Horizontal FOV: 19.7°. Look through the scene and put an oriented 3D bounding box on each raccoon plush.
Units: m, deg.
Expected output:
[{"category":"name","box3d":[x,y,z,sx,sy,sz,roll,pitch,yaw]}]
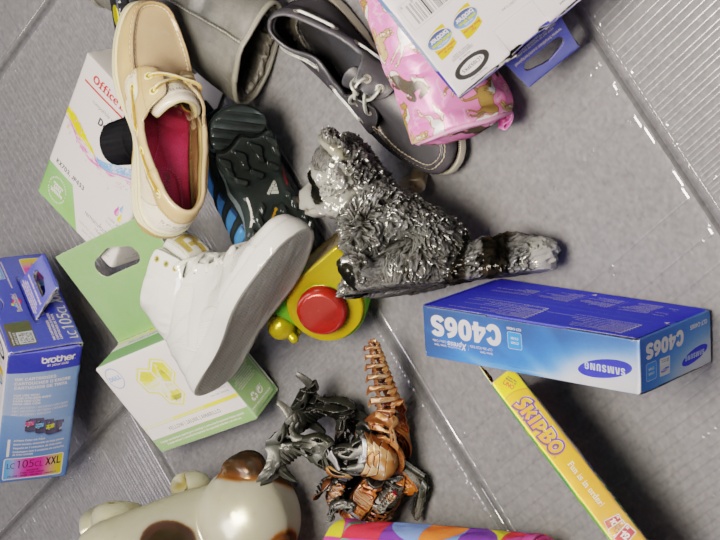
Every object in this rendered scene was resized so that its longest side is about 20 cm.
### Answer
[{"category":"raccoon plush","box3d":[0.049,-0.053,1.610,0.097,0.198,0.135,95,169,-83]}]

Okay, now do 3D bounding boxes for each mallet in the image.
[{"category":"mallet","box3d":[-0.190,-0.189,1.743,0.066,0.041,0.202,4,100,37]}]

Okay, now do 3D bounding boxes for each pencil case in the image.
[{"category":"pencil case","box3d":[0.063,0.246,1.664,0.199,0.088,0.089,0,102,30]},{"category":"pencil case","box3d":[0.051,-0.193,1.571,0.086,0.083,0.201,-18,90,31]}]

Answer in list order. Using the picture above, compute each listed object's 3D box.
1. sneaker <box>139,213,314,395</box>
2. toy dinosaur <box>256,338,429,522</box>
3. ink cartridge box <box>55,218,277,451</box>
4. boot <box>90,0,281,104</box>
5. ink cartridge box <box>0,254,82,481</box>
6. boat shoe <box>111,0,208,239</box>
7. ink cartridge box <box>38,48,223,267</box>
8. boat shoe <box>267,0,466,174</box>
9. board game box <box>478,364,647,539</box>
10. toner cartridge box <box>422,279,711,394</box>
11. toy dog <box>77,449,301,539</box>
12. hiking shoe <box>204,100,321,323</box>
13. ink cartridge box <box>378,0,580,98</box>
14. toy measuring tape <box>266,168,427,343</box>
[{"category":"sneaker","box3d":[-0.120,-0.001,1.696,0.116,0.073,0.200,52,130,21]},{"category":"toy dinosaur","box3d":[-0.002,0.146,1.732,0.135,0.102,0.202,16,101,13]},{"category":"ink cartridge box","box3d":[-0.184,0.059,1.841,0.145,0.048,0.200,-21,113,45]},{"category":"boot","box3d":[-0.148,-0.259,1.748,0.200,0.072,0.183,36,131,35]},{"category":"ink cartridge box","box3d":[-0.319,0.080,1.947,0.137,0.076,0.201,-121,32,-43]},{"category":"boat shoe","box3d":[-0.155,-0.130,1.694,0.069,0.073,0.202,-22,75,59]},{"category":"ink cartridge box","box3d":[-0.204,-0.119,1.841,0.117,0.067,0.201,43,127,25]},{"category":"boat shoe","box3d":[0.001,-0.144,1.646,0.200,0.063,0.073,47,126,21]},{"category":"board game box","box3d":[0.160,0.150,1.563,0.030,0.096,0.200,-40,74,0]},{"category":"toner cartridge box","box3d":[0.152,0.047,1.540,0.199,0.095,0.044,9,109,42]},{"category":"toy dog","box3d":[-0.147,0.232,1.823,0.199,0.194,0.140,-22,70,11]},{"category":"hiking shoe","box3d":[-0.085,-0.049,1.764,0.087,0.074,0.201,-153,47,-70]},{"category":"ink cartridge box","box3d":[0.078,-0.219,1.476,0.136,0.076,0.200,-38,99,9]},{"category":"toy measuring tape","box3d":[0.000,0.000,1.698,0.200,0.073,0.074,-41,74,25]}]
